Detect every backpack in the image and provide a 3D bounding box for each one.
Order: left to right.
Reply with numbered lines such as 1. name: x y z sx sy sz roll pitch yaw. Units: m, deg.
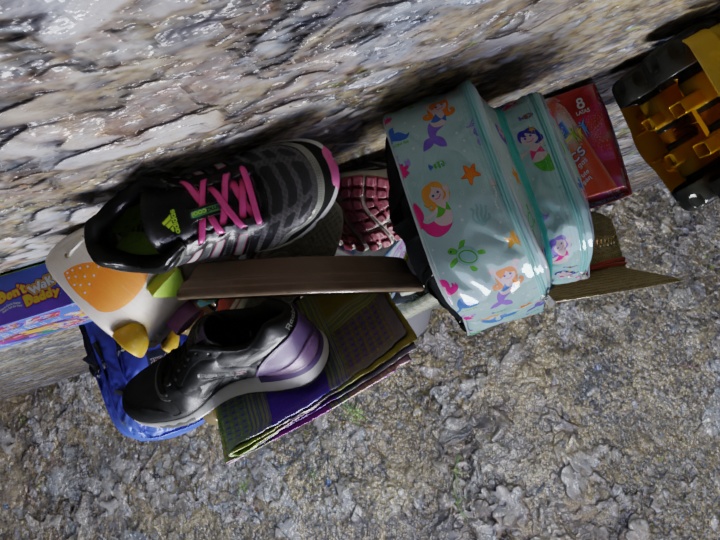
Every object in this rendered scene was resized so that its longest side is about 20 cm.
1. backpack: -0.261 0.112 1.190 0.161 0.202 0.168 -16 176 -16
2. backpack: 0.094 -0.049 0.722 0.149 0.180 0.200 -21 165 14

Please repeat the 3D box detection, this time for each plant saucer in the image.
1. plant saucer: -0.048 0.007 0.761 0.197 0.030 0.200 -2 177 0

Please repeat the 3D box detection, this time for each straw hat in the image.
1. straw hat: 0.207 -0.014 0.930 0.198 0.086 0.201 -10 176 -1

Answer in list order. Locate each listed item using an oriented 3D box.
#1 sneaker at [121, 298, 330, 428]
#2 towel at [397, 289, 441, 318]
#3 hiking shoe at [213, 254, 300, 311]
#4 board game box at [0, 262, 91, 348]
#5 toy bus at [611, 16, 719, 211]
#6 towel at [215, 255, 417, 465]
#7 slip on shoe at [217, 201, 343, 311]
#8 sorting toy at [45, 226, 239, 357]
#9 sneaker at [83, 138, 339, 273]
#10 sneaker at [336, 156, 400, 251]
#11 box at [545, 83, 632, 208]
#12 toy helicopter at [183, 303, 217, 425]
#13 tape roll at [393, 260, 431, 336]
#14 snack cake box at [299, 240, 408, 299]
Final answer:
1. sneaker: -0.132 0.070 0.817 0.198 0.076 0.088 -20 139 16
2. towel: 0.147 -0.007 1.087 0.199 0.035 0.192 -33 168 35
3. hiking shoe: -0.103 0.039 1.006 0.074 0.087 0.202 -14 133 -38
4. board game box: -0.329 0.036 0.949 0.133 0.045 0.200 -17 176 -11
5. toy bus: 0.329 -0.157 0.788 0.191 0.137 0.200 -34 179 -3
6. towel: -0.051 0.073 0.852 0.199 0.144 0.023 -31 130 6
7. slip on shoe: -0.084 -0.002 0.909 0.073 0.062 0.201 11 131 -34
8. sorting toy: -0.147 -0.018 0.845 0.179 0.107 0.200 -37 175 3
9. sneaker: -0.110 -0.039 0.663 0.198 0.075 0.087 -14 -176 21
10. sneaker: 0.042 -0.075 0.897 0.197 0.081 0.075 -11 -152 13
11. box: 0.208 -0.110 0.938 0.094 0.101 0.200 -18 176 18
12. toy helicopter: -0.165 0.075 1.097 0.078 0.203 0.132 -12 170 36
13. tape roll: -0.005 0.017 1.201 0.197 0.067 0.201 5 -150 -3
14. snack cake box: 0.000 0.000 1.017 0.067 0.116 0.200 24 -155 9
